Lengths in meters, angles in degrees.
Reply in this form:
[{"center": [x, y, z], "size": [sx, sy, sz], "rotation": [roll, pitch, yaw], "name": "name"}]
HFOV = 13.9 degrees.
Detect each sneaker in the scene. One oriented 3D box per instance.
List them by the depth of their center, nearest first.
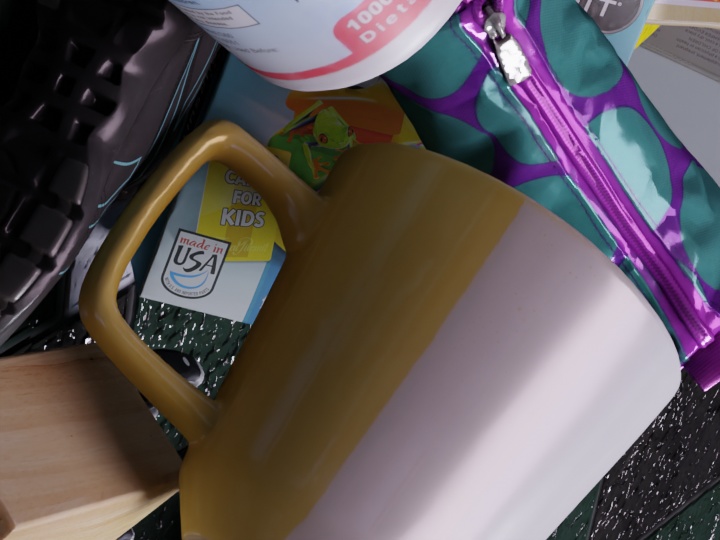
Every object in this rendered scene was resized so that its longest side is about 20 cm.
[{"center": [-0.102, -0.038, 1.042], "size": [0.200, 0.075, 0.079], "rotation": [-57, 156, -12], "name": "sneaker"}]

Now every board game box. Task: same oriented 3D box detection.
[{"center": [0.014, -0.066, 1.132], "size": [0.150, 0.047, 0.201], "rotation": [14, 115, -18], "name": "board game box"}]

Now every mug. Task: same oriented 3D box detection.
[{"center": [-0.002, 0.051, 1.060], "size": [0.153, 0.186, 0.150], "rotation": [-54, 159, -18], "name": "mug"}]

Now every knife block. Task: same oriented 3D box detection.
[{"center": [-0.104, 0.064, 1.063], "size": [0.175, 0.064, 0.200], "rotation": [-31, 170, -28], "name": "knife block"}]

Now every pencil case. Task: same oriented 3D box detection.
[{"center": [0.070, -0.047, 1.073], "size": [0.085, 0.092, 0.200], "rotation": [-40, 121, 0], "name": "pencil case"}]

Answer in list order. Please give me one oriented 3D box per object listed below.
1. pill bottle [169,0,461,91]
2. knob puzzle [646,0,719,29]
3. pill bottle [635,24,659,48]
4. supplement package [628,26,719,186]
[{"center": [-0.053, -0.150, 0.943], "size": [0.200, 0.109, 0.109], "rotation": [38, 80, -42], "name": "pill bottle"}, {"center": [0.082, -0.193, 1.167], "size": [0.219, 0.030, 0.221], "rotation": [5, 82, -34], "name": "knob puzzle"}, {"center": [0.098, -0.151, 1.265], "size": [0.200, 0.109, 0.110], "rotation": [-43, 147, -36], "name": "pill bottle"}, {"center": [0.186, -0.097, 1.423], "size": [0.111, 0.155, 0.200], "rotation": [-56, 153, -14], "name": "supplement package"}]
